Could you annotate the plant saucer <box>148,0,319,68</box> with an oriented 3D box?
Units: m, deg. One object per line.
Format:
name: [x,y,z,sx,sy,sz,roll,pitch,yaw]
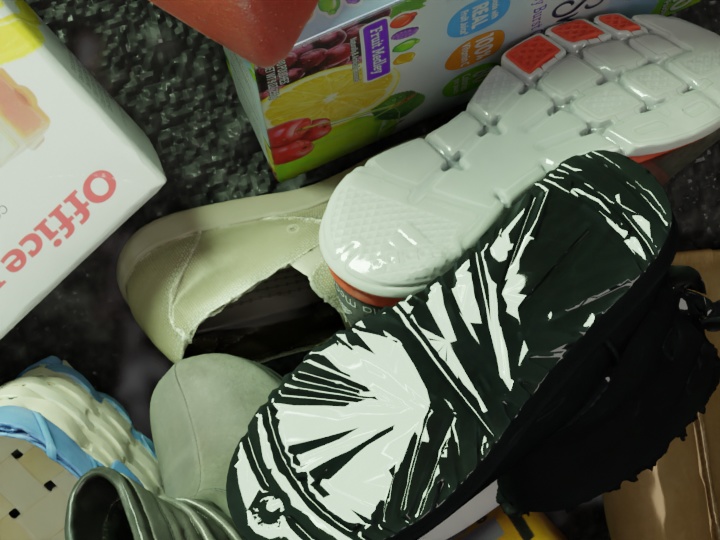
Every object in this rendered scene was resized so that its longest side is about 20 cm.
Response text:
plant saucer: [-0.067,-0.204,0.687,0.199,0.037,0.201,31,98,9]

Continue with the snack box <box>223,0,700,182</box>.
snack box: [0.044,-0.114,0.781,0.199,0.142,0.053,-24,77,-5]

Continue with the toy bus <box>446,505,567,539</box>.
toy bus: [0.106,0.197,0.915,0.078,0.065,0.201,-33,108,-2]

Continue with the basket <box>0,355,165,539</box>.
basket: [-0.149,0.137,0.769,0.176,0.200,0.139,-40,110,15]

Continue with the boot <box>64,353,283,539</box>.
boot: [-0.055,0.090,0.704,0.068,0.201,0.131,-36,142,15]

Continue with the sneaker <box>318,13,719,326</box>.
sneaker: [0.068,-0.032,0.782,0.199,0.077,0.082,-28,144,-19]

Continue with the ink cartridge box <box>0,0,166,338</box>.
ink cartridge box: [-0.193,-0.064,0.778,0.145,0.083,0.200,-42,108,2]

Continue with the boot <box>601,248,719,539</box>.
boot: [0.110,0.096,0.842,0.174,0.066,0.202,-2,84,-38]

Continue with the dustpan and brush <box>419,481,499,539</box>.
dustpan and brush: [-0.017,0.096,0.855,0.200,0.057,0.140,-42,143,-3]

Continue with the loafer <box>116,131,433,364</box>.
loafer: [0.000,0.000,0.830,0.199,0.069,0.076,-17,143,1]

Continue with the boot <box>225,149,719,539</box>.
boot: [0.053,0.053,0.736,0.198,0.163,0.073,-42,64,-5]
